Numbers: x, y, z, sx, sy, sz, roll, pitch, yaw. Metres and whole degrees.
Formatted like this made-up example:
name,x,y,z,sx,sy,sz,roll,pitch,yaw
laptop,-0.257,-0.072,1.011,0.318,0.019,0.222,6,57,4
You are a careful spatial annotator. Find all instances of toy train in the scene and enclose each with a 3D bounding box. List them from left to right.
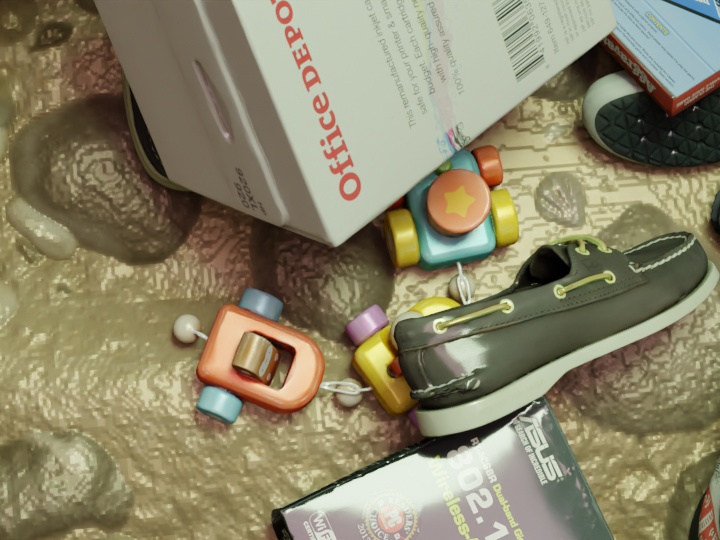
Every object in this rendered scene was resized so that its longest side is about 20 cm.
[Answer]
name,x,y,z,sx,sy,sz,roll,pitch,yaw
toy train,0.000,0.000,1.017,0.149,0.056,0.201,27,78,-1

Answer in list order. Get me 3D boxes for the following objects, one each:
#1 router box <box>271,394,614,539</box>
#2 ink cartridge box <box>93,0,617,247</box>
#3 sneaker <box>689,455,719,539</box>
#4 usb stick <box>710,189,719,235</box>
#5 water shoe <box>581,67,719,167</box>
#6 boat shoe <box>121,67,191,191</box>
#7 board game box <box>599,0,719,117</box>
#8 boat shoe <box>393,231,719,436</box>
name,x,y,z,sx,sy,sz,roll,pitch,yaw
router box,0.063,0.180,0.984,0.149,0.062,0.201,-24,83,-12
ink cartridge box,-0.007,-0.138,0.952,0.199,0.144,0.148,-37,123,-24
sneaker,0.229,0.062,1.003,0.067,0.108,0.203,21,77,-2
usb stick,0.269,-0.029,0.997,0.033,0.199,0.056,35,71,-42
water shoe,0.212,-0.113,1.067,0.198,0.072,0.079,-11,49,-3
boat shoe,-0.085,-0.145,1.029,0.071,0.066,0.203,7,79,-8
board game box,0.142,-0.178,1.049,0.102,0.020,0.200,-32,64,-14
boat shoe,0.102,0.016,0.991,0.200,0.071,0.061,-27,98,-33
